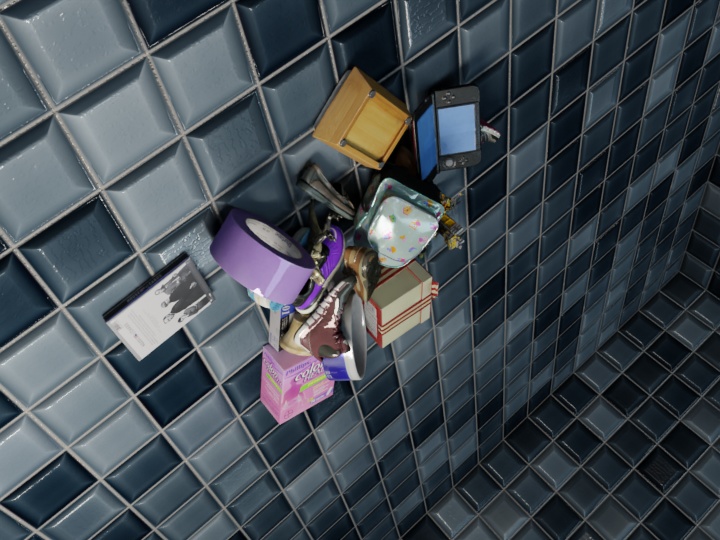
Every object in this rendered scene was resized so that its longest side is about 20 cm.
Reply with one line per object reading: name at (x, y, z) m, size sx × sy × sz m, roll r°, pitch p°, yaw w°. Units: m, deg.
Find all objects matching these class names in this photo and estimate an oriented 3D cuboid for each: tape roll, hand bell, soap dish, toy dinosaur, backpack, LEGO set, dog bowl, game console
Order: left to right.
tape roll at (-0.189, -0.028, 1.452) m, size 0.086 × 0.200 × 0.198 m, roll -54°, pitch 147°, yaw 12°
hand bell at (-0.120, 0.077, 1.686) m, size 0.103 × 0.103 × 0.205 m, roll -9°, pitch 118°, yaw -45°
toy dinosaur at (-0.081, -0.076, 1.532) m, size 0.047 × 0.205 × 0.087 m, roll 20°, pitch 147°, yaw -40°
dog bowl at (-0.039, 0.152, 1.732) m, size 0.077 × 0.204 × 0.202 m, roll -4°, pitch 145°, yaw 10°
soap dish at (0.010, -0.301, 1.524) m, size 0.198 × 0.081 × 0.159 m, roll 19°, pitch 109°, yaw -54°
backpack at (0.075, -0.105, 1.642) m, size 0.173 × 0.155 × 0.201 m, roll 22°, pitch 126°, yaw -18°
LEGO set at (0.195, -0.106, 1.909) m, size 0.152 × 0.116 × 0.203 m, roll -33°, pitch 144°, yaw -23°
game console at (0.198, -0.294, 1.677) m, size 0.168 × 0.120 × 0.204 m, roll -8°, pitch 126°, yaw 0°

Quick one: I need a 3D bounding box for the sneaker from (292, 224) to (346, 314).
sneaker at (-0.097, -0.013, 1.587) m, size 0.204 × 0.068 × 0.100 m, roll -67°, pitch 154°, yaw -11°

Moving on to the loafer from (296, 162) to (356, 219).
loafer at (-0.058, -0.166, 1.593) m, size 0.064 × 0.071 × 0.199 m, roll -58°, pitch 147°, yaw 3°

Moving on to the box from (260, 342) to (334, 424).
box at (-0.153, 0.254, 1.878) m, size 0.174 × 0.096 × 0.203 m, roll -24°, pitch 139°, yaw -33°

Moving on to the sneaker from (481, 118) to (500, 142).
sneaker at (0.258, -0.325, 1.808) m, size 0.197 × 0.074 × 0.089 m, roll -2°, pitch 125°, yaw -43°

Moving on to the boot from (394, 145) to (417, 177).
boot at (0.062, -0.181, 1.731) m, size 0.153 × 0.077 × 0.202 m, roll -31°, pitch 150°, yaw -19°

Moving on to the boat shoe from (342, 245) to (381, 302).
boat shoe at (0.000, 0.000, 1.651) m, size 0.077 × 0.073 × 0.201 m, roll -60°, pitch 165°, yaw -24°

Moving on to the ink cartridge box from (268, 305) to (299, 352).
ink cartridge box at (-0.164, 0.090, 1.747) m, size 0.093 × 0.044 × 0.203 m, roll -25°, pitch 140°, yaw -35°

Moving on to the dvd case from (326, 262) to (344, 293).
dvd case at (-0.008, -0.004, 1.863) m, size 0.200 × 0.017 × 0.143 m, roll -43°, pitch 146°, yaw -11°

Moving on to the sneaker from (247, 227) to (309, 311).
sneaker at (-0.169, -0.014, 1.611) m, size 0.202 × 0.079 × 0.077 m, roll -59°, pitch 152°, yaw -22°

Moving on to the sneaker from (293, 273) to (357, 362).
sneaker at (-0.046, 0.112, 1.603) m, size 0.201 × 0.115 × 0.076 m, roll -50°, pitch 173°, yaw 16°

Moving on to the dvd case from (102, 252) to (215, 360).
dvd case at (-0.392, 0.074, 1.475) m, size 0.199 × 0.025 × 0.152 m, roll -39°, pitch 146°, yaw -15°

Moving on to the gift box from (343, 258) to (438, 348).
gift box at (0.081, 0.045, 1.834) m, size 0.185 × 0.185 × 0.202 m, roll -30°, pitch 150°, yaw -23°
